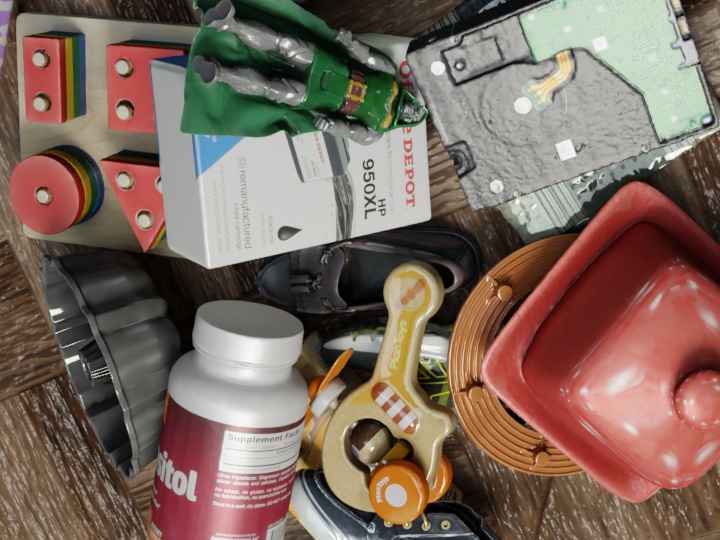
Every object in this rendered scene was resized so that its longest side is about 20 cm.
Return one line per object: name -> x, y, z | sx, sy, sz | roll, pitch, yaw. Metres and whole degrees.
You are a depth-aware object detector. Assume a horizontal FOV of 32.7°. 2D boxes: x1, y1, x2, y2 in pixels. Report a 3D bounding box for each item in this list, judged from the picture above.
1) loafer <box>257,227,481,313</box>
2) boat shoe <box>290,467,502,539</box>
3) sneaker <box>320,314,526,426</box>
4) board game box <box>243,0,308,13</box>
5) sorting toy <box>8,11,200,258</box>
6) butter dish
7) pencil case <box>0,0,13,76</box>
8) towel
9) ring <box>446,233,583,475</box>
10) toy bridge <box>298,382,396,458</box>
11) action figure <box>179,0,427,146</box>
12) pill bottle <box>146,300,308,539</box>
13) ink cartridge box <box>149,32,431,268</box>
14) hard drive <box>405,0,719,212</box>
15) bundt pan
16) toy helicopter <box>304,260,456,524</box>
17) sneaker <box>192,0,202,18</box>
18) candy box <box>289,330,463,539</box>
loafer -> 0.000, 0.000, 1.024 | 0.197, 0.063, 0.073 | -5, 104, 17
boat shoe -> 0.038, 0.212, 1.016 | 0.200, 0.071, 0.091 | 40, 107, -5
sneaker -> 0.060, 0.087, 1.022 | 0.196, 0.074, 0.086 | 4, 101, 15
board game box -> -0.005, -0.261, 0.893 | 0.197, 0.103, 0.107 | -16, 101, -5
sorting toy -> -0.212, -0.110, 1.050 | 0.197, 0.070, 0.202 | 7, 107, 14
butter dish -> 0.225, 0.073, 0.902 | 0.199, 0.148, 0.201 | 39, 94, -18
pencil case -> -0.345, -0.212, 1.055 | 0.085, 0.083, 0.203 | 34, 114, 42
towel -> 0.157, -0.142, 0.961 | 0.191, 0.035, 0.201 | -33, 92, 19
ring -> 0.166, 0.071, 0.977 | 0.197, 0.019, 0.204 | -3, 104, -10
toy bridge -> -0.070, 0.131, 1.041 | 0.197, 0.027, 0.068 | -14, 98, 17
action figure -> -0.028, -0.133, 0.859 | 0.054, 0.198, 0.120 | 18, 96, 48
pill bottle -> -0.102, 0.132, 0.967 | 0.111, 0.113, 0.203 | 14, 105, 11
ink cartridge box -> -0.049, -0.097, 0.938 | 0.084, 0.197, 0.147 | 23, 121, 56
hard drive -> 0.149, -0.139, 0.907 | 0.197, 0.038, 0.141 | -19, 114, 20
bundt pan -> -0.202, 0.070, 1.053 | 0.075, 0.201, 0.205 | -23, 101, -23
toy helicopter -> 0.016, 0.089, 0.963 | 0.130, 0.079, 0.203 | 16, 101, 20
sneaker -> -0.111, -0.228, 0.990 | 0.103, 0.076, 0.204 | 2, 99, 18
candy box -> -0.018, 0.168, 1.081 | 0.115, 0.055, 0.200 | -42, 90, 21
